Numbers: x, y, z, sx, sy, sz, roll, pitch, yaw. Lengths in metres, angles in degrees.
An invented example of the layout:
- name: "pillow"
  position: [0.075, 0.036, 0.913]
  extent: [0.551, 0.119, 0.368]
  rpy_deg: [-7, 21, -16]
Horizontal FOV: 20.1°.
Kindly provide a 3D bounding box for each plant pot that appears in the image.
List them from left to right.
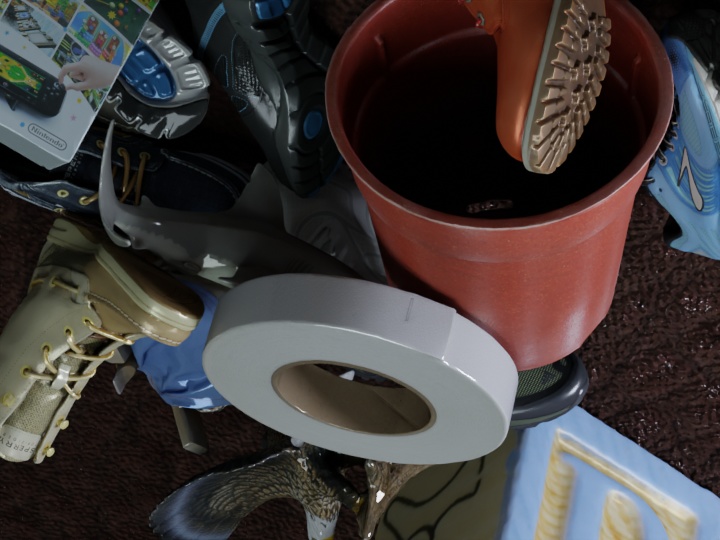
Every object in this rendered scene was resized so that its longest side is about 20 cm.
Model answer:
- name: "plant pot"
  position: [0.086, -0.050, 1.242]
  extent: [0.200, 0.202, 0.196]
  rpy_deg: [8, 147, 10]

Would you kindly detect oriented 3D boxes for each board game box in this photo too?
- name: "board game box"
  position: [-0.188, -0.182, 1.169]
  extent: [0.147, 0.201, 0.064]
  rpy_deg: [30, 169, -16]

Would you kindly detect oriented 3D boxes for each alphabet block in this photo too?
- name: "alphabet block"
  position: [0.131, 0.241, 1.532]
  extent: [0.196, 0.196, 0.200]
  rpy_deg: [34, 137, -16]

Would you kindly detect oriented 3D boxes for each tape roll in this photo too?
- name: "tape roll"
  position: [0.000, 0.065, 1.276]
  extent: [0.202, 0.037, 0.203]
  rpy_deg: [12, 154, 6]

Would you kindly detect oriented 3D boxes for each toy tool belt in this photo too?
- name: "toy tool belt"
  position: [-0.139, 0.028, 1.438]
  extent: [0.124, 0.123, 0.200]
  rpy_deg: [-8, 133, 25]

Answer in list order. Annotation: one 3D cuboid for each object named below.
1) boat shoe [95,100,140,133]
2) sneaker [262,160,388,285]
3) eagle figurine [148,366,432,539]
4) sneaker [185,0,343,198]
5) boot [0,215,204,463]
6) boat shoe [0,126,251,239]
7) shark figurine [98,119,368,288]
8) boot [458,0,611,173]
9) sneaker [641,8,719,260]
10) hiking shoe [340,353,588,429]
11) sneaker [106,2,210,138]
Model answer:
- name: "boat shoe"
  position: [-0.213, -0.145, 1.320]
  extent: [0.201, 0.060, 0.072]
  rpy_deg: [35, 136, -19]
- name: "sneaker"
  position: [0.000, 0.000, 1.357]
  extent: [0.200, 0.081, 0.075]
  rpy_deg: [44, 119, 7]
- name: "eagle figurine"
  position: [-0.049, 0.142, 1.471]
  extent: [0.199, 0.152, 0.151]
  rpy_deg: [8, 174, 40]
- name: "sneaker"
  position: [-0.060, -0.133, 1.293]
  extent: [0.082, 0.073, 0.201]
  rpy_deg: [19, 143, 32]
- name: "boot"
  position: [-0.184, 0.056, 1.300]
  extent: [0.073, 0.156, 0.200]
  rpy_deg: [32, 177, -32]
- name: "boat shoe"
  position: [-0.164, -0.058, 1.349]
  extent: [0.199, 0.071, 0.091]
  rpy_deg: [13, 176, 13]
- name: "shark figurine"
  position: [-0.089, -0.033, 1.296]
  extent: [0.214, 0.090, 0.128]
  rpy_deg: [22, 172, -26]
- name: "boot"
  position: [0.084, -0.152, 1.135]
  extent: [0.107, 0.201, 0.075]
  rpy_deg: [3, 170, 23]
- name: "sneaker"
  position: [0.204, -0.073, 1.252]
  extent: [0.089, 0.079, 0.201]
  rpy_deg: [1, 137, 21]
- name: "hiking shoe"
  position: [0.067, 0.047, 1.427]
  extent: [0.199, 0.076, 0.101]
  rpy_deg: [15, 142, 3]
- name: "sneaker"
  position: [-0.168, -0.171, 1.274]
  extent: [0.075, 0.087, 0.200]
  rpy_deg: [-34, 101, 6]
